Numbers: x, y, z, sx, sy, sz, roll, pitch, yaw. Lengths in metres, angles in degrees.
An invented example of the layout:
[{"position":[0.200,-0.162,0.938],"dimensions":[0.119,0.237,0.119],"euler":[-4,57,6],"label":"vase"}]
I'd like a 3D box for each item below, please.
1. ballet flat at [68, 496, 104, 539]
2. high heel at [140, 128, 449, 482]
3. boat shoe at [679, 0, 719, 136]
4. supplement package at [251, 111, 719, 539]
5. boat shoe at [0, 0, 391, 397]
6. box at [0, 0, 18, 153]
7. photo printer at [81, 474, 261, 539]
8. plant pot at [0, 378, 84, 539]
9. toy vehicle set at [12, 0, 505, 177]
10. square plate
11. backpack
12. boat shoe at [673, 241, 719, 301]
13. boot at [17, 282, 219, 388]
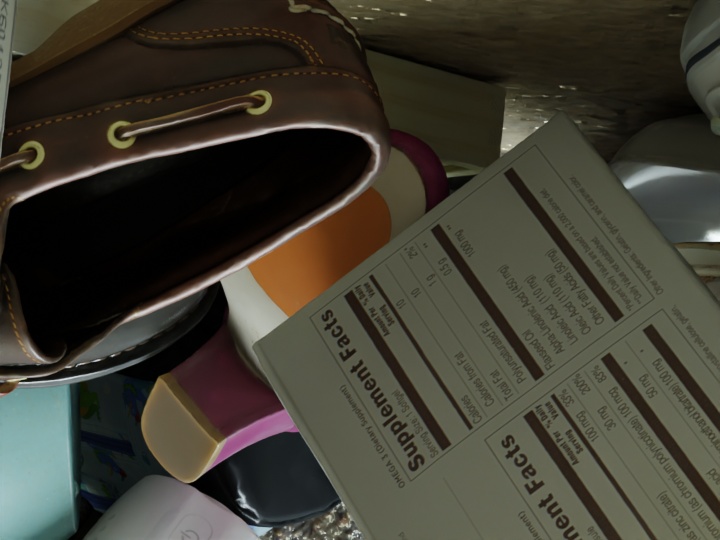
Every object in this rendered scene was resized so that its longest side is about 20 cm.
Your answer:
[{"position":[-0.150,0.132,0.941],"dimensions":[0.046,0.067,0.200],"euler":[33,-152,1],"label":"ballet flat"},{"position":[0.000,0.000,0.790],"dimensions":[0.096,0.067,0.200],"euler":[-34,165,-35],"label":"high heel"},{"position":[0.111,-0.036,0.608],"dimensions":[0.073,0.067,0.200],"euler":[4,172,10],"label":"boat shoe"},{"position":[0.085,0.085,0.709],"dimensions":[0.111,0.156,0.200],"euler":[-37,137,3],"label":"supplement package"},{"position":[-0.087,-0.007,0.611],"dimensions":[0.199,0.070,0.070],"euler":[-30,142,6],"label":"boat shoe"},{"position":[-0.186,-0.063,0.571],"dimensions":[0.199,0.078,0.095],"euler":[2,172,20],"label":"box"},{"position":[-0.102,0.166,0.931],"dimensions":[0.069,0.167,0.200],"euler":[33,160,4],"label":"photo printer"},{"position":[-0.179,0.033,0.886],"dimensions":[0.160,0.202,0.201],"euler":[-2,173,-4],"label":"plant pot"},{"position":[-0.070,-0.055,0.746],"dimensions":[0.199,0.027,0.124],"euler":[11,170,-39],"label":"toy vehicle set"},{"position":[0.168,-0.020,0.839],"dimensions":[0.199,0.029,0.198],"euler":[5,172,-3],"label":"square plate"},{"position":[-0.066,0.041,1.035],"dimensions":[0.199,0.154,0.163],"euler":[15,-139,39],"label":"backpack"},{"position":[0.138,0.028,0.850],"dimensions":[0.074,0.070,0.200],"euler":[12,170,-37],"label":"boat shoe"},{"position":[-0.103,-0.015,0.731],"dimensions":[0.199,0.070,0.174],"euler":[1,167,-29],"label":"boot"}]
